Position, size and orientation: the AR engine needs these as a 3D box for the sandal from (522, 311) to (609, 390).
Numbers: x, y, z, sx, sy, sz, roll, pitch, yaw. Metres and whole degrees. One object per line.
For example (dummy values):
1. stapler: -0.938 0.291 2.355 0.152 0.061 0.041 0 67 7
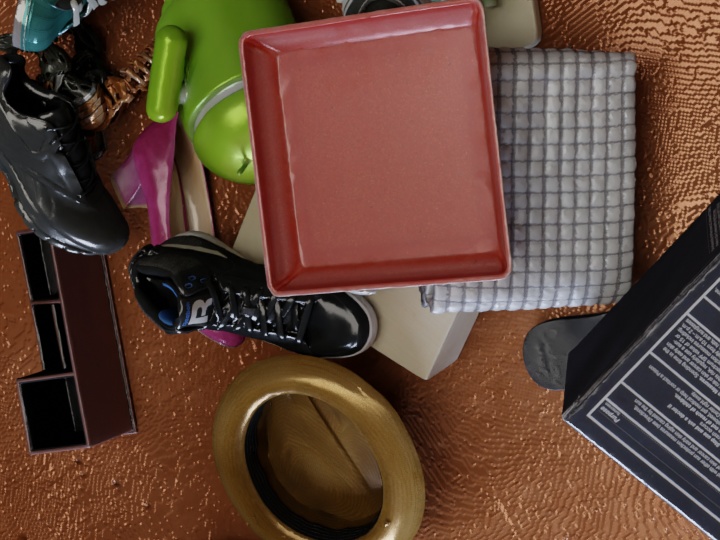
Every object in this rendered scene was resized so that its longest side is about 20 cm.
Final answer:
1. sandal: 0.219 0.053 1.410 0.199 0.043 0.076 -21 88 25

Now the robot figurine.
1. robot figurine: -0.096 -0.156 1.464 0.116 0.175 0.201 -51 52 44

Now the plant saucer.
1. plant saucer: 0.015 -0.088 1.334 0.199 0.037 0.201 -5 94 26

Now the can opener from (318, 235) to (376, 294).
1. can opener: 0.032 -0.073 1.421 0.053 0.067 0.201 28 81 18

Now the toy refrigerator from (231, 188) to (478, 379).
1. toy refrigerator: 0.000 0.000 1.488 0.199 0.070 0.076 31 115 18

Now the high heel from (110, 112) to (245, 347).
1. high heel: -0.136 -0.036 1.544 0.096 0.067 0.201 -42 66 33

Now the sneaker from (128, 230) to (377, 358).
1. sneaker: -0.095 0.034 1.441 0.199 0.112 0.073 20 112 21

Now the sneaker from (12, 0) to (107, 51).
1. sneaker: -0.215 -0.255 1.500 0.080 0.071 0.201 26 66 3

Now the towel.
1. towel: 0.122 -0.072 1.384 0.165 0.086 0.201 -2 98 -5

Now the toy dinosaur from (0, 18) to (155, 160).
1. toy dinosaur: -0.245 -0.165 1.577 0.199 0.102 0.136 -28 101 7

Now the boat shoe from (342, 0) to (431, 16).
1. boat shoe: 0.016 -0.159 1.399 0.068 0.200 0.057 5 63 -1

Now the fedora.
1. fedora: -0.026 0.149 1.504 0.200 0.082 0.202 8 116 17

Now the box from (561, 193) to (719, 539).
1. box: 0.283 0.076 1.315 0.200 0.123 0.199 39 111 -7

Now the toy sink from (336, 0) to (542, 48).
1. toy sink: 0.051 -0.262 1.404 0.130 0.112 0.201 -6 95 25

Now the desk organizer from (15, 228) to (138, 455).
1. desk organizer: -0.264 0.057 1.606 0.071 0.077 0.201 -9 94 24

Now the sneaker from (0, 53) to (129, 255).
1. sneaker: -0.261 -0.096 1.528 0.091 0.076 0.200 -31 110 33
